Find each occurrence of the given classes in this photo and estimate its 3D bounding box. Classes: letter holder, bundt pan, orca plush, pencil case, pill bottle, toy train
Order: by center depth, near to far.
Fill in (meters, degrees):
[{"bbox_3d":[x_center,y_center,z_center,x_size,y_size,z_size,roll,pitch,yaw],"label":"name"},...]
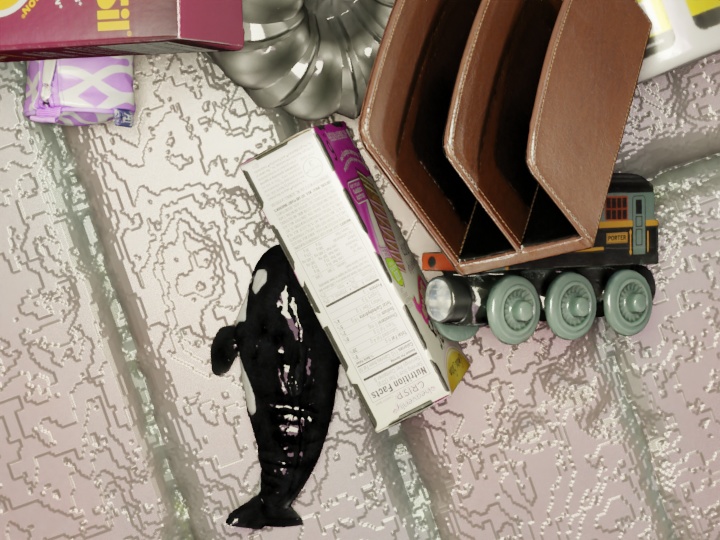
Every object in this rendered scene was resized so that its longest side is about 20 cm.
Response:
[{"bbox_3d":[0.091,-0.124,1.292,0.100,0.201,0.142,-13,132,35],"label":"letter holder"},{"bbox_3d":[-0.018,-0.184,1.383,0.201,0.076,0.203,-9,127,-13],"label":"bundt pan"},{"bbox_3d":[0.124,-0.010,1.403,0.199,0.085,0.115,-3,92,-37],"label":"toy train"},{"bbox_3d":[0.184,-0.233,1.419,0.114,0.114,0.201,-21,91,-1],"label":"pill bottle"},{"bbox_3d":[-0.203,-0.195,1.425,0.084,0.085,0.201,-6,88,34],"label":"pencil case"},{"bbox_3d":[-0.060,0.084,1.438,0.105,0.071,0.201,17,90,-1],"label":"orca plush"}]

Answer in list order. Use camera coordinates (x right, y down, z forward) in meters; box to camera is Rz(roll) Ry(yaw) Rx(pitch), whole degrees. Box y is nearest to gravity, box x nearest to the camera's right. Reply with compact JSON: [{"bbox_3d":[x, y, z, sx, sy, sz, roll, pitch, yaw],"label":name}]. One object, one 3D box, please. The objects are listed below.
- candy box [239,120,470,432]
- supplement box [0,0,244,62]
[{"bbox_3d":[0.000,0.000,1.404,0.061,0.136,0.201,-26,92,10],"label":"candy box"},{"bbox_3d":[-0.181,-0.194,1.320,0.199,0.086,0.111,0,92,25],"label":"supplement box"}]
